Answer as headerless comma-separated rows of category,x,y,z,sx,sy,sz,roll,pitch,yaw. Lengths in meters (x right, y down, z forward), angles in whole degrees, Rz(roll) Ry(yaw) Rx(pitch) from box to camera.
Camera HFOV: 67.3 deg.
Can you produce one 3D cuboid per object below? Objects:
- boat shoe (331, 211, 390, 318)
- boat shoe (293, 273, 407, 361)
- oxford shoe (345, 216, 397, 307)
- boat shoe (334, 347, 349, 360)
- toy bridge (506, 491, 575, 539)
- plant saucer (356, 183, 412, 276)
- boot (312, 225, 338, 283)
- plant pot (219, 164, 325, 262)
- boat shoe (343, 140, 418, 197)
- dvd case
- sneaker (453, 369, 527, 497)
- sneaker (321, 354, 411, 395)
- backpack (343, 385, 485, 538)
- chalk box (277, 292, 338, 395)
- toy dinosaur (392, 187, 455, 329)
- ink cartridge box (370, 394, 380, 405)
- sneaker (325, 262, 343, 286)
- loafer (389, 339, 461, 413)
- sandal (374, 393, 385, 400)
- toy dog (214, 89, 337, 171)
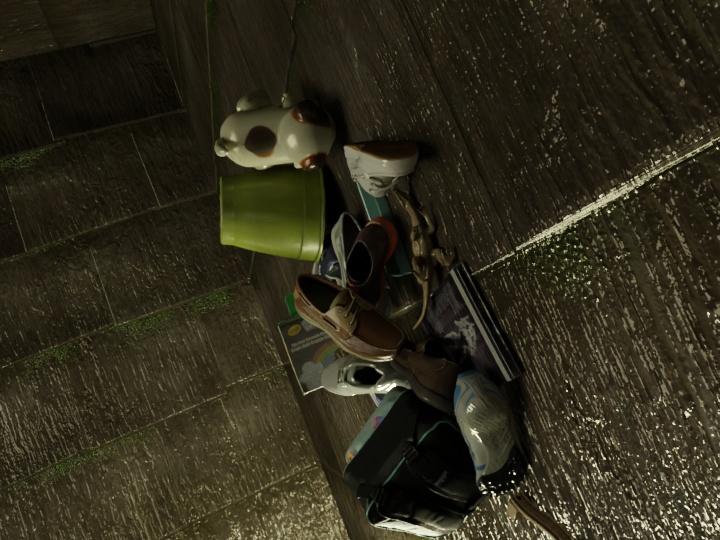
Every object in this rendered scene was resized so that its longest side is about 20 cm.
boat shoe,0.001,-0.001,0.939,0.065,0.073,0.205,116,138,-72
boat shoe,-0.024,0.065,0.804,0.198,0.076,0.074,24,147,25
oxford shoe,-0.002,0.011,0.841,0.071,0.072,0.202,30,133,21
boat shoe,0.038,0.150,0.965,0.199,0.066,0.073,-10,101,45
toy bridge,0.250,0.352,0.647,0.200,0.027,0.068,51,153,46
plant saucer,0.029,-0.086,0.850,0.070,0.019,0.203,164,87,-72
boot,-0.059,0.011,1.108,0.201,0.072,0.091,92,166,-49
plant pot,-0.180,-0.117,1.064,0.200,0.190,0.204,180,90,-76
boat shoe,0.028,-0.132,0.711,0.200,0.070,0.070,-132,34,-70
dvd case,0.136,0.095,0.728,0.200,0.016,0.150,110,138,-66
sneaker,0.164,0.211,0.689,0.073,0.071,0.202,-100,-7,-60
sneaker,-0.005,0.171,0.900,0.199,0.080,0.072,-14,72,43
backpack,0.089,0.274,0.767,0.199,0.177,0.153,34,-179,-28
chalk box,-0.099,0.139,1.153,0.124,0.123,0.203,144,106,-86
toy dinosaur,0.087,-0.015,0.722,0.101,0.057,0.203,-128,28,-81
ink cartridge box,0.036,0.228,1.117,0.198,0.047,0.201,54,169,41
sneaker,-0.008,0.073,1.014,0.067,0.089,0.203,20,129,66
loafer,0.100,0.134,0.771,0.072,0.072,0.200,29,-177,-17
sandal,0.090,0.257,0.899,0.199,0.048,0.076,31,149,29
toy dog,-0.131,-0.237,0.917,0.198,0.193,0.142,9,109,32
